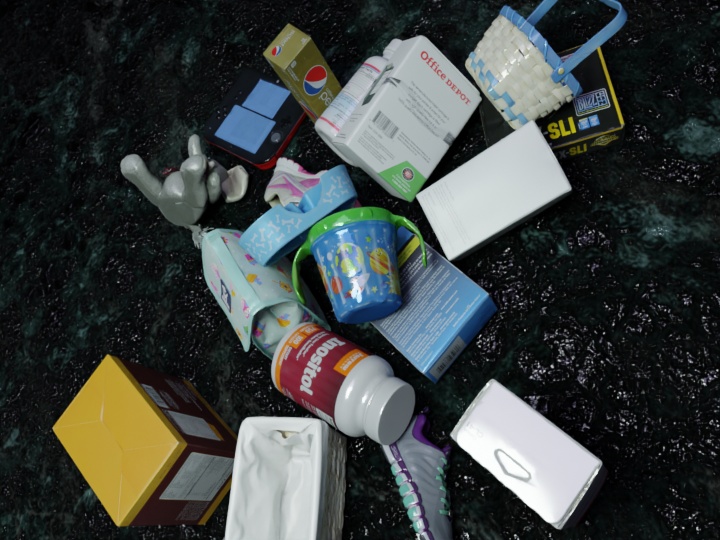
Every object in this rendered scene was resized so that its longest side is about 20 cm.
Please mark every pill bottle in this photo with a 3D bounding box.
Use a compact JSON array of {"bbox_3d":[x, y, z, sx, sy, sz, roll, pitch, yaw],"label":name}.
[{"bbox_3d":[0.021,-0.285,1.057,0.108,0.109,0.201,39,88,30],"label":"pill bottle"},{"bbox_3d":[-0.024,0.158,0.874,0.197,0.113,0.115,22,79,36],"label":"pill bottle"}]

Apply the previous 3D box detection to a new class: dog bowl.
[{"bbox_3d":[-0.084,-0.076,0.906,0.199,0.111,0.050,-38,87,-23],"label":"dog bowl"}]

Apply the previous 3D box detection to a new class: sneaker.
[{"bbox_3d":[-0.082,-0.115,1.037,0.197,0.081,0.090,21,75,36],"label":"sneaker"},{"bbox_3d":[0.096,0.284,0.827,0.086,0.075,0.203,-29,61,5],"label":"sneaker"}]

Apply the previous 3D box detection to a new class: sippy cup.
[{"bbox_3d":[0.000,0.000,0.884,0.176,0.138,0.134,-31,65,39],"label":"sippy cup"}]

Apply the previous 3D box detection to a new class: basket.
[{"bbox_3d":[0.256,-0.315,0.880,0.200,0.138,0.178,-44,30,24],"label":"basket"},{"bbox_3d":[-0.095,0.316,0.867,0.132,0.123,0.206,-4,69,21],"label":"basket"}]

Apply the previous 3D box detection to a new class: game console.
[{"bbox_3d":[-0.200,-0.297,1.204,0.197,0.031,0.179,28,83,29],"label":"game console"}]

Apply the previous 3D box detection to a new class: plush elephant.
[{"bbox_3d":[-0.298,-0.165,1.133,0.160,0.202,0.157,-2,46,21],"label":"plush elephant"}]

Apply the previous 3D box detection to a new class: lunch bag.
[{"bbox_3d":[-0.154,0.036,0.957,0.121,0.200,0.171,-39,61,4],"label":"lunch bag"}]

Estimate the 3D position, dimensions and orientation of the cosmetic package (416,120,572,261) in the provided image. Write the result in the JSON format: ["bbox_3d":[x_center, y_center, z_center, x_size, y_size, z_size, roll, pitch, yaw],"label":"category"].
[{"bbox_3d":[0.193,-0.110,0.902,0.197,0.081,0.115,-29,81,17],"label":"cosmetic package"}]

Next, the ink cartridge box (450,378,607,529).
[{"bbox_3d":[0.205,0.218,0.729,0.147,0.200,0.086,36,86,29],"label":"ink cartridge box"}]

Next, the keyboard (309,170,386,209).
[{"bbox_3d":[-0.049,-0.085,1.062,0.198,0.021,0.128,31,79,31],"label":"keyboard"}]

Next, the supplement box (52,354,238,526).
[{"bbox_3d":[-0.304,0.258,0.936,0.196,0.200,0.134,37,87,30],"label":"supplement box"}]

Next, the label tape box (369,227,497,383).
[{"bbox_3d":[0.083,0.043,0.929,0.144,0.066,0.200,-49,54,0],"label":"label tape box"}]

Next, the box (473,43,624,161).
[{"bbox_3d":[0.286,-0.246,0.962,0.195,0.049,0.164,-14,67,18],"label":"box"}]

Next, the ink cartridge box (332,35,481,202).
[{"bbox_3d":[0.074,-0.236,0.981,0.202,0.145,0.084,-54,23,-1],"label":"ink cartridge box"}]

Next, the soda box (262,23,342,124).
[{"bbox_3d":[-0.080,-0.315,1.059,0.064,0.200,0.068,40,87,30],"label":"soda box"}]
